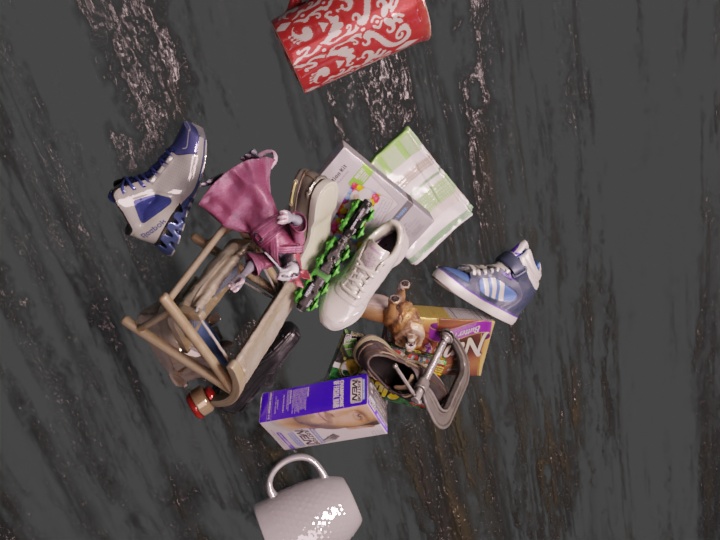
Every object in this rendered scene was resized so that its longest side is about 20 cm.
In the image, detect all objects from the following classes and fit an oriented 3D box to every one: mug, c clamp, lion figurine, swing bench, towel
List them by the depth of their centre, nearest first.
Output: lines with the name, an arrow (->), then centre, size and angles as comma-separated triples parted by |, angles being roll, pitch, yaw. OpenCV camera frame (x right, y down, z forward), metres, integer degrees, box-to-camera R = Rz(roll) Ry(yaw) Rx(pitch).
mug -> -0.025, -0.363, 0.960 | 0.199, 0.179, 0.134 | -28, 154, 0
swing bench -> -0.198, 0.057, 0.990 | 0.129, 0.200, 0.200 | -24, 118, 43
lion figurine -> 0.019, 0.063, 1.126 | 0.198, 0.073, 0.123 | 20, 142, 12
towel -> 0.086, -0.120, 1.128 | 0.149, 0.031, 0.200 | -43, 117, 2
c clamp -> 0.136, 0.172, 1.139 | 0.027, 0.200, 0.172 | -12, 112, 36
mug -> -0.103, 0.443, 1.251 | 0.174, 0.148, 0.202 | -23, 87, -13

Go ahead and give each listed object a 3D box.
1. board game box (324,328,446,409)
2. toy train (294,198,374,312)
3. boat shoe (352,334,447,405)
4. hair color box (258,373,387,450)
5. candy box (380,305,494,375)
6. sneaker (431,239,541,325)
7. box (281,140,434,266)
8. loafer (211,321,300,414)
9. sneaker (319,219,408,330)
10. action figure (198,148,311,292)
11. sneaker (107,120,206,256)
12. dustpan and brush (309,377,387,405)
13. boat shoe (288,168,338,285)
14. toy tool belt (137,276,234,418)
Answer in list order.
board game box -> 0.045, 0.177, 1.185 | 0.198, 0.023, 0.106 | 17, 109, -17
toy train -> -0.042, -0.025, 1.035 | 0.042, 0.056, 0.201 | 32, 91, -9
boat shoe -> 0.070, 0.187, 1.141 | 0.199, 0.073, 0.075 | 32, 102, -21
hair color box -> -0.062, 0.247, 1.158 | 0.198, 0.065, 0.110 | -14, 137, 14
candy box -> 0.138, 0.129, 1.233 | 0.198, 0.057, 0.118 | 5, 110, -17
sneaker -> 0.237, -0.003, 1.205 | 0.199, 0.081, 0.147 | 28, 93, -22
box -> -0.003, -0.088, 1.089 | 0.199, 0.041, 0.156 | 37, 107, -23
loafer -> -0.171, 0.168, 1.147 | 0.201, 0.068, 0.070 | -45, 125, 10
sneaker -> 0.000, 0.000, 1.027 | 0.075, 0.100, 0.201 | 34, 78, 11
action figure -> -0.138, -0.059, 0.953 | 0.133, 0.149, 0.201 | -33, 97, 17
sneaker -> -0.300, -0.124, 0.974 | 0.114, 0.081, 0.201 | 15, 108, -25
dustpan and brush -> 0.020, 0.230, 1.235 | 0.198, 0.057, 0.141 | -27, 117, -7
boat shoe -> -0.086, -0.063, 1.033 | 0.072, 0.060, 0.203 | -36, 151, -45
toy tool belt -> -0.254, 0.122, 1.063 | 0.122, 0.125, 0.201 | -31, 100, -8
